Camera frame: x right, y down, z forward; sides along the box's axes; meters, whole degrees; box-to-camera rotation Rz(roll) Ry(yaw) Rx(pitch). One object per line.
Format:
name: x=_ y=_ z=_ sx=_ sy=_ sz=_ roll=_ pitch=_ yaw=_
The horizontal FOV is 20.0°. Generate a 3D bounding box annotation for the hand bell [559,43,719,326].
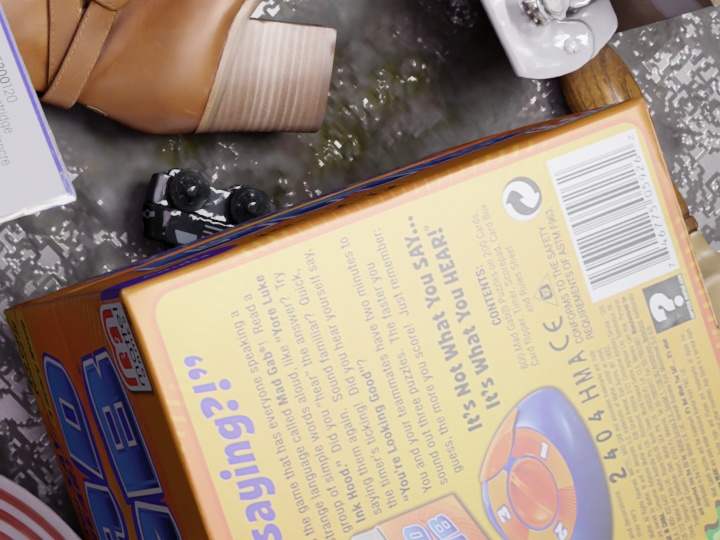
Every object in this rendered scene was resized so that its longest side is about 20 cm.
hand bell: x=0.136 y=-0.023 z=0.915 sx=0.104 sy=0.104 sz=0.201 roll=-27 pitch=85 yaw=-14

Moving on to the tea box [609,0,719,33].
tea box: x=0.152 y=-0.238 z=0.879 sx=0.196 sy=0.134 sz=0.201 roll=-34 pitch=99 yaw=-13

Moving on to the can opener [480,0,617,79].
can opener: x=0.047 y=-0.171 z=0.856 sx=0.052 sy=0.066 sz=0.201 roll=-30 pitch=107 yaw=-11

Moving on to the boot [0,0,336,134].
boot: x=-0.083 y=-0.158 z=0.852 sx=0.154 sy=0.077 sz=0.201 roll=7 pitch=95 yaw=-12

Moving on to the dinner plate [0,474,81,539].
dinner plate: x=-0.173 y=0.172 z=0.807 sx=0.199 sy=0.024 sz=0.202 roll=0 pitch=89 yaw=17

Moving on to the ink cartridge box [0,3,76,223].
ink cartridge box: x=-0.236 y=-0.081 z=0.781 sx=0.199 sy=0.043 sz=0.199 roll=-17 pitch=77 yaw=-24

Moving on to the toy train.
toy train: x=0.000 y=0.000 z=0.889 sx=0.199 sy=0.034 sz=0.046 roll=15 pitch=88 yaw=-16

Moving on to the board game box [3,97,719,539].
board game box: x=0.009 y=0.071 z=0.759 sx=0.199 sy=0.200 sz=0.201 roll=-21 pitch=95 yaw=-21
